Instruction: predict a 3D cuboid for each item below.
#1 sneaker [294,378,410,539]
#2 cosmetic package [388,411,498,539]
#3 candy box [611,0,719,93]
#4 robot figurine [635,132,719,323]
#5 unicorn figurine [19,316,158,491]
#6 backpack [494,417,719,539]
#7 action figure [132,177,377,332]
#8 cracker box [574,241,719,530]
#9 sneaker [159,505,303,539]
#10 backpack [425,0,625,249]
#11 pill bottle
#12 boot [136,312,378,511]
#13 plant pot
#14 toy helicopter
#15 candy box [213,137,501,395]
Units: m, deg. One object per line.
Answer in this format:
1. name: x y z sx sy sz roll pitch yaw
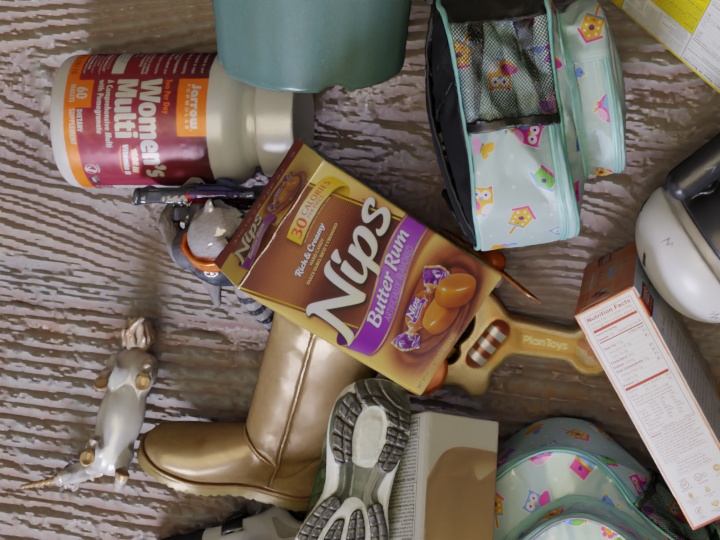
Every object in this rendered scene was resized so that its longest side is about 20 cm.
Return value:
1. sneaker: -0.010 0.179 1.433 0.076 0.089 0.202 18 93 -9
2. cosmetic package: 0.053 0.221 1.431 0.071 0.105 0.202 10 76 -27
3. candy box: 0.232 -0.214 1.343 0.200 0.102 0.026 43 71 11
4. robot figurine: 0.309 -0.047 1.382 0.199 0.125 0.151 -35 96 13
5. unicorn figurine: -0.217 0.135 1.540 0.074 0.137 0.201 32 91 -6
6. backpack: 0.177 0.230 1.475 0.200 0.153 0.176 47 113 3
7. action figure: -0.076 -0.015 1.424 0.198 0.193 0.106 -1 77 17
8. cracker box: 0.244 0.089 1.428 0.057 0.134 0.201 -26 99 17
9. sneaker: -0.093 0.248 1.575 0.199 0.089 0.074 0 132 33
10. backpack: 0.125 -0.118 1.358 0.152 0.176 0.202 -1 100 0
11. pill bottle: -0.143 -0.122 1.450 0.198 0.110 0.111 0 106 10
12. boot: -0.084 0.103 1.496 0.174 0.066 0.201 11 128 -12
13. plant pot: -0.037 -0.251 1.362 0.198 0.201 0.198 6 115 8
14. toy helicopter: 0.119 0.042 1.482 0.198 0.079 0.133 9 99 -4
15. candy box: 0.000 0.000 1.362 0.199 0.056 0.117 31 96 -33
